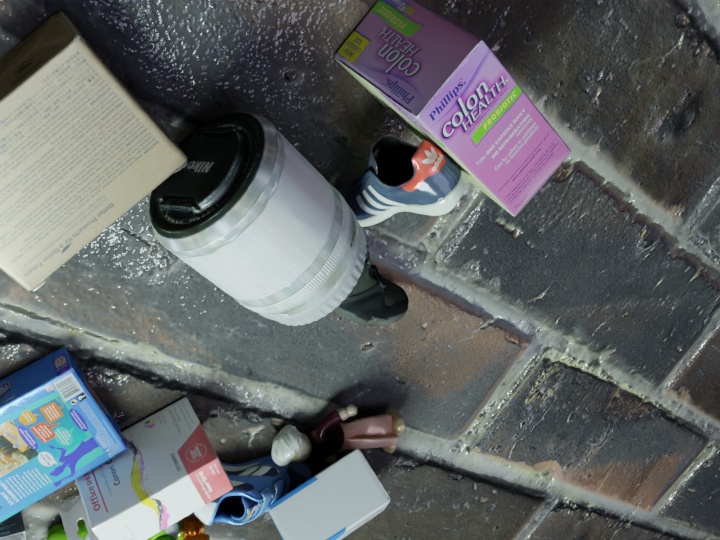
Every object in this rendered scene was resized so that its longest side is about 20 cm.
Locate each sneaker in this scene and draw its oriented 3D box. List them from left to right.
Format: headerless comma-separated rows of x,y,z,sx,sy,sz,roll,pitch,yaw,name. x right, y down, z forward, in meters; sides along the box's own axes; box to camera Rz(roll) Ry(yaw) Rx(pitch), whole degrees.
-0.146,0.303,1.178,0.199,0.082,0.074,0,120,-37,sneaker
0.000,0.000,1.060,0.198,0.076,0.115,20,118,-35,sneaker
0.024,-0.103,0.947,0.085,0.199,0.075,45,58,-29,sneaker

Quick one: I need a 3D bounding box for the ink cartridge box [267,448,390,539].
-0.040,0.329,1.205,0.145,0.085,0.200,-32,165,-10,ink cartridge box

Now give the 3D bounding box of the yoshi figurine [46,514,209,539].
-0.297,0.365,1.104,0.198,0.113,0.113,6,142,-16,yoshi figurine

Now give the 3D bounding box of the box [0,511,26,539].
-0.496,0.369,1.017,0.199,0.050,0.159,-8,125,-29,box

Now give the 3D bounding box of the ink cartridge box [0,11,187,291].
-0.290,-0.105,0.800,0.200,0.075,0.165,-40,135,-3,ink cartridge box

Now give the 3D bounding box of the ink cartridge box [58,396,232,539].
-0.268,0.254,1.038,0.199,0.117,0.068,-29,133,-14,ink cartridge box

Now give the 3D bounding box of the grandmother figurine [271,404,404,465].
-0.033,0.235,1.219,0.199,0.061,0.122,-5,123,-32,grandmother figurine

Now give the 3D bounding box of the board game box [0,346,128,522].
-0.383,0.194,0.970,0.199,0.045,0.153,-29,133,-13,board game box

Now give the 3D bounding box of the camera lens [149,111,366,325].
-0.105,-0.051,0.900,0.160,0.160,0.200,-45,134,2,camera lens

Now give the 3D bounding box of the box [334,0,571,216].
0.099,-0.179,0.932,0.097,0.176,0.200,-49,133,6,box
